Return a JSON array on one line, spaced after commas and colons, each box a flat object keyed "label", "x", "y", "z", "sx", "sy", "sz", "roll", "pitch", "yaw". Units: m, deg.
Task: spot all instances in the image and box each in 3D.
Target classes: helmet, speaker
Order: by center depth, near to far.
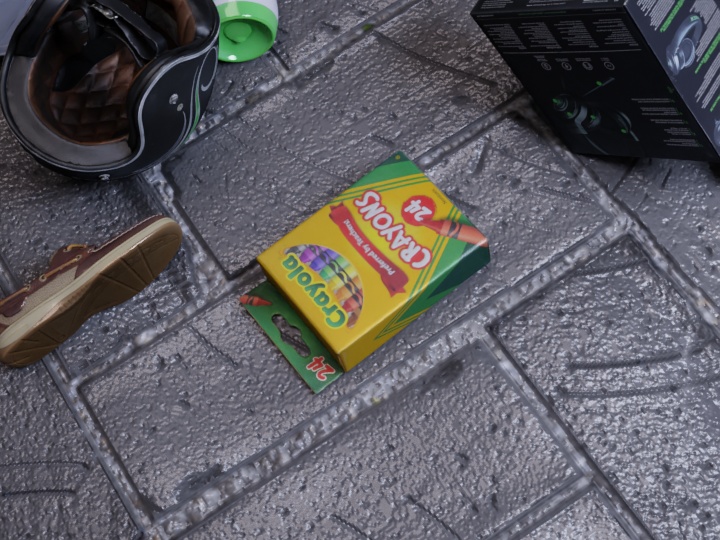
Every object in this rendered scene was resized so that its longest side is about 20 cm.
[{"label": "helmet", "x": -0.232, "y": -0.180, "z": 1.187, "sx": 0.200, "sy": 0.191, "sz": 0.200, "roll": 19, "pitch": 43, "yaw": -19}, {"label": "speaker", "x": -0.135, "y": -0.312, "z": 1.295, "sx": 0.088, "sy": 0.088, "sz": 0.200, "roll": -12, "pitch": 63, "yaw": 3}]

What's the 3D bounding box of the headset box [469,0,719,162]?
[{"label": "headset box", "x": 0.224, "y": -0.183, "z": 1.089, "sx": 0.174, "sy": 0.200, "sz": 0.093, "roll": 11, "pitch": 61, "yaw": 52}]

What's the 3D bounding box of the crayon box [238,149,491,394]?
[{"label": "crayon box", "x": 0.000, "y": 0.000, "z": 1.139, "sx": 0.200, "sy": 0.051, "sz": 0.127, "roll": -38, "pitch": 65, "yaw": -9}]

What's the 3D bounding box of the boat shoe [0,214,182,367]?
[{"label": "boat shoe", "x": -0.258, "y": 0.003, "z": 1.170, "sx": 0.200, "sy": 0.072, "sz": 0.072, "roll": -38, "pitch": 66, "yaw": -3}]

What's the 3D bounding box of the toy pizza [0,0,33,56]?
[{"label": "toy pizza", "x": -0.323, "y": -0.285, "z": 1.320, "sx": 0.200, "sy": 0.032, "sz": 0.200, "roll": -16, "pitch": 46, "yaw": 17}]
